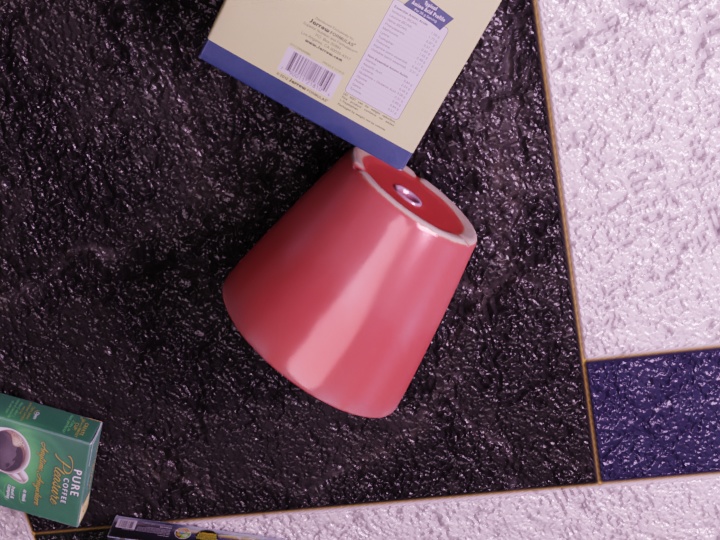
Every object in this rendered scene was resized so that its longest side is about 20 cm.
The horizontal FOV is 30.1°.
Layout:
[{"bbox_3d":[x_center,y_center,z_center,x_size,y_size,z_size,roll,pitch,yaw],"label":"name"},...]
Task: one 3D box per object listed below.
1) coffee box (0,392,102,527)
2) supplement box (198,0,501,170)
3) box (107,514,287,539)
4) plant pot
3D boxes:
[{"bbox_3d":[-0.383,0.194,1.441,0.197,0.044,0.124,15,119,0],"label":"coffee box"},{"bbox_3d":[0.004,-0.234,1.109,0.198,0.135,0.201,28,118,-7],"label":"supplement box"},{"bbox_3d":[-0.183,0.352,1.500,0.196,0.040,0.139,7,119,4],"label":"box"},{"bbox_3d":[0.000,0.000,1.213,0.199,0.201,0.178,32,109,-10],"label":"plant pot"}]
